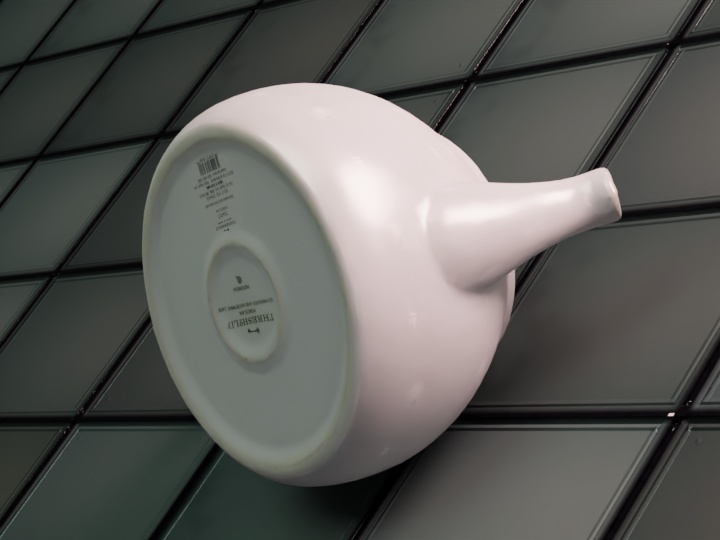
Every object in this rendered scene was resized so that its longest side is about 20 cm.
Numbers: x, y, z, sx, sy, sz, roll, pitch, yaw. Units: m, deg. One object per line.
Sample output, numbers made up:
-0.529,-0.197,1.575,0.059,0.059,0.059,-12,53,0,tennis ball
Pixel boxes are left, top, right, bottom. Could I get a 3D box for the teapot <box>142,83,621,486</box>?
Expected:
0.000,0.000,1.156,0.146,0.198,0.200,-16,44,-38,teapot
